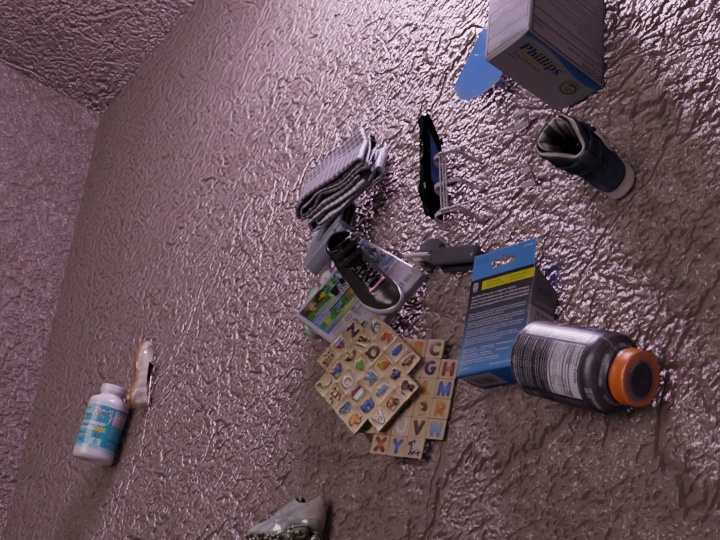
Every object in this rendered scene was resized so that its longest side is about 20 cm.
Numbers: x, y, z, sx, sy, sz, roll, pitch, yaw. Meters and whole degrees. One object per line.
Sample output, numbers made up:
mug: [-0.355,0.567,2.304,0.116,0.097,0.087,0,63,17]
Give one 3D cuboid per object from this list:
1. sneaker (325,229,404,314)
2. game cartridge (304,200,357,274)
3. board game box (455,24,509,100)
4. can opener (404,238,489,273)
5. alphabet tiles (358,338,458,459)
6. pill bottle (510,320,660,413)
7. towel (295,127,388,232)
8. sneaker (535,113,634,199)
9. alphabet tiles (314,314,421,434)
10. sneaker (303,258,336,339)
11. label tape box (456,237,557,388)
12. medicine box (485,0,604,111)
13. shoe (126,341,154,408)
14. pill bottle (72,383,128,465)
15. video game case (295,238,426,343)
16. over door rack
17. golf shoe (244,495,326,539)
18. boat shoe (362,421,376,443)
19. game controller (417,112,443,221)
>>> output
sneaker: [0.000,0.000,1.759,0.070,0.100,0.200,-40,45,-7]
game cartridge: [-0.063,-0.071,2.021,0.133,0.040,0.201,-47,12,20]
board game box: [0.255,-0.394,1.829,0.203,0.039,0.157,-64,25,-8]
can opener: [0.148,-0.029,1.706,0.199,0.052,0.068,1,67,57]
alphabet tiles: [0.078,0.208,1.626,0.164,0.006,0.203,-1,65,34]
pill bottle: [0.299,0.129,1.305,0.199,0.105,0.108,7,74,58]
towel: [-0.041,-0.188,2.006,0.199,0.086,0.166,-38,16,21]
sneaker: [0.311,-0.194,1.488,0.078,0.145,0.203,-58,30,12]
alphabet tiles: [0.010,0.175,1.673,0.167,0.006,0.200,-48,49,2]
sneaker: [-0.034,0.047,1.908,0.139,0.077,0.203,17,83,60]
label tape box: [0.227,0.068,1.502,0.143,0.063,0.203,-18,53,52]
medicine box: [0.304,-0.399,1.610,0.102,0.180,0.203,-25,47,47]
shoe: [-0.569,0.276,2.602,0.052,0.070,0.203,-2,51,8]
pill bottle: [-0.683,0.407,2.618,0.110,0.110,0.203,-15,56,52]
video game case: [-0.001,0.049,1.807,0.201,0.022,0.181,-49,45,-11]
over door rack: [0.217,-0.168,1.701,0.198,0.066,0.150,-24,47,30]
golf shoe: [-0.127,0.458,1.777,0.198,0.078,0.098,-21,34,43]
boat shoe: [0.030,0.207,1.709,0.072,0.072,0.202,-35,40,20]
game controller: [0.130,-0.191,1.811,0.041,0.105,0.203,-6,55,10]
